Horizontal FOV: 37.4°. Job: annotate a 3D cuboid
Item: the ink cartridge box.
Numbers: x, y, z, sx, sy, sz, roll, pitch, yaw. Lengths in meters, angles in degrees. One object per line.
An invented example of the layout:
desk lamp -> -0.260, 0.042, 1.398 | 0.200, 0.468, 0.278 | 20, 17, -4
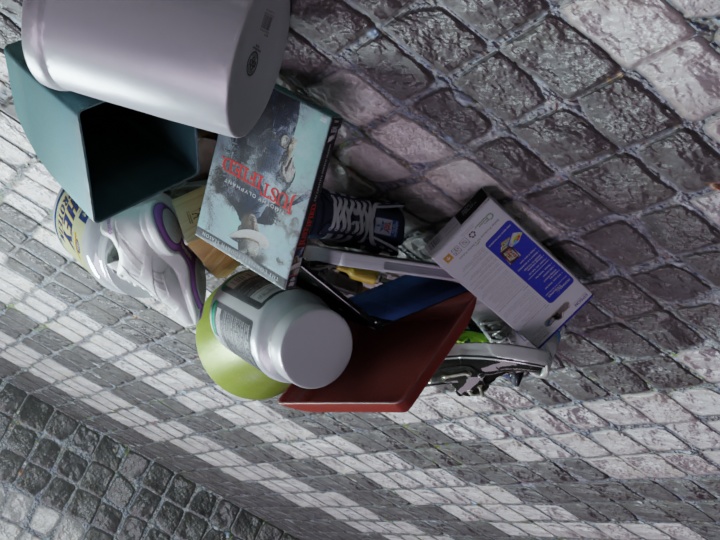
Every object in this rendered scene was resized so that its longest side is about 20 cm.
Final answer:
ink cartridge box -> 0.173, 0.001, 1.223 | 0.200, 0.095, 0.037 | 39, -168, -27

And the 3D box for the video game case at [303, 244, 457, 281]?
video game case -> 0.040, -0.007, 1.273 | 0.199, 0.018, 0.143 | 8, -179, -25

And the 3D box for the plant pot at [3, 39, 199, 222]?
plant pot -> -0.296, -0.181, 1.163 | 0.200, 0.141, 0.142 | 35, 140, 31

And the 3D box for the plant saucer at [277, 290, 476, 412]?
plant saucer -> 0.027, 0.104, 1.270 | 0.199, 0.200, 0.037 | -6, 123, 42

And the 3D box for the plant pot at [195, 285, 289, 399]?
plant pot -> -0.117, 0.079, 1.521 | 0.186, 0.188, 0.200 | 32, 155, -17

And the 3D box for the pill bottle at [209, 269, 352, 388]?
pill bottle -> -0.098, 0.071, 1.291 | 0.113, 0.113, 0.200 | 39, 171, -30

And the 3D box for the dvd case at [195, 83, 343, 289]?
dvd case -> -0.104, -0.100, 1.151 | 0.146, 0.022, 0.201 | 30, 117, 28

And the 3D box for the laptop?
laptop -> 0.000, 0.000, 1.301 | 0.200, 0.116, 0.187 | 39, 170, -21

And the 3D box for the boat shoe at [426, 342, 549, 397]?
boat shoe -> 0.135, 0.122, 1.292 | 0.199, 0.064, 0.071 | -4, 169, 32

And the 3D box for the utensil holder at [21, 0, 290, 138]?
utensil holder -> -0.185, -0.226, 0.995 | 0.199, 0.171, 0.170 | 19, 155, 8

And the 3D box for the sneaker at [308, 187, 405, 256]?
sneaker -> -0.013, -0.060, 1.238 | 0.108, 0.071, 0.200 | 8, 177, 21

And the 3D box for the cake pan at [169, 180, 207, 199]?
cake pan -> -0.163, -0.069, 1.448 | 0.199, 0.037, 0.201 | 20, 156, 9

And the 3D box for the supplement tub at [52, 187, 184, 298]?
supplement tub -> -0.316, -0.053, 1.419 | 0.145, 0.145, 0.200 | 43, 172, -36

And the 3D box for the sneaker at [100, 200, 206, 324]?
sneaker -> -0.254, -0.007, 1.320 | 0.099, 0.075, 0.201 | -10, 134, 10

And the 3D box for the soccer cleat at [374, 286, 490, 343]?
soccer cleat -> 0.101, 0.080, 1.419 | 0.199, 0.068, 0.081 | 27, -169, 14

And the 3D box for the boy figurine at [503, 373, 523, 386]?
boy figurine -> 0.138, 0.111, 1.512 | 0.199, 0.065, 0.125 | 14, 154, 23

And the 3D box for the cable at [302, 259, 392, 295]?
cable -> -0.059, -0.010, 1.431 | 0.199, 0.051, 0.097 | 23, 170, -25

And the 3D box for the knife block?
knife block -> -0.132, -0.076, 1.305 | 0.174, 0.064, 0.200 | -22, 160, 0

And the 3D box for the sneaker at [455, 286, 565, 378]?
sneaker -> 0.190, 0.080, 1.337 | 0.199, 0.087, 0.075 | 29, 153, -37

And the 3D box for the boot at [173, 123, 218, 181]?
boot -> -0.175, -0.171, 1.248 | 0.096, 0.075, 0.200 | 4, 150, -17
